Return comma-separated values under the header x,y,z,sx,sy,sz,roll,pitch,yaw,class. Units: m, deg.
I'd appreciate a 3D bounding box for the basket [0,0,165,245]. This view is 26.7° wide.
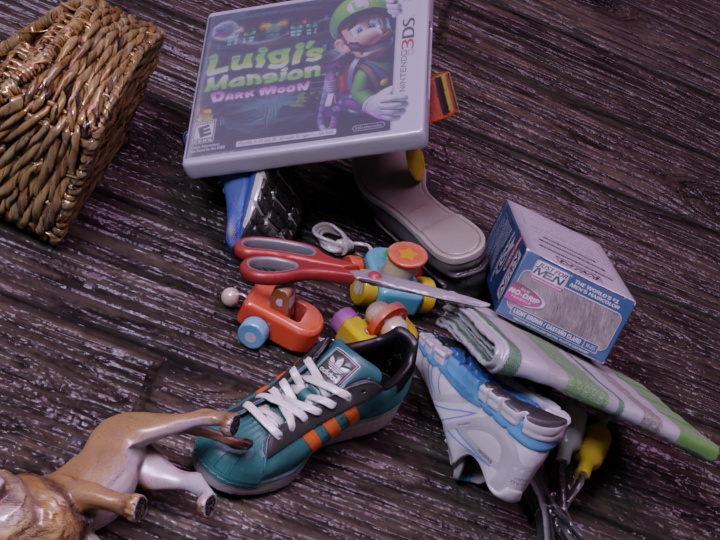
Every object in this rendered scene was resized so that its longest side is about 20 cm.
x,y,z,sx,sy,sz,roll,pitch,yaw,class
-0.253,-0.143,1.180,0.149,0.143,0.200,25,34,-4,basket

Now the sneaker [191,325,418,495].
x,y,z,sx,sy,sz,roll,pitch,yaw,class
-0.035,0.089,1.071,0.071,0.080,0.200,42,40,22,sneaker

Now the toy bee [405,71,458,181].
x,y,z,sx,sy,sz,roll,pitch,yaw,class
0.021,-0.153,1.332,0.200,0.131,0.109,22,33,39,toy bee

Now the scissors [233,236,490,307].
x,y,z,sx,sy,sz,roll,pitch,yaw,class
0.000,0.000,1.169,0.199,0.014,0.073,6,22,-1,scissors

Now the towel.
x,y,z,sx,sy,sz,roll,pitch,yaw,class
0.161,0.085,1.157,0.200,0.031,0.149,26,9,-18,towel

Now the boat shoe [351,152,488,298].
x,y,z,sx,sy,sz,roll,pitch,yaw,class
0.048,-0.044,1.335,0.067,0.057,0.200,-21,41,-17,boat shoe

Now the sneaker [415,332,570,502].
x,y,z,sx,sy,sz,roll,pitch,yaw,class
0.081,0.109,1.138,0.075,0.087,0.200,16,12,-21,sneaker

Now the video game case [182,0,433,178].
x,y,z,sx,sy,sz,roll,pitch,yaw,class
-0.040,-0.160,1.249,0.199,0.023,0.182,-7,50,13,video game case

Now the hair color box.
x,y,z,sx,sy,sz,roll,pitch,yaw,class
0.160,0.005,1.276,0.100,0.061,0.200,25,12,-5,hair color box

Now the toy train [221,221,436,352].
x,y,z,sx,sy,sz,roll,pitch,yaw,class
-0.013,0.011,1.215,0.150,0.056,0.200,31,34,5,toy train

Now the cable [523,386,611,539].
x,y,z,sx,sy,sz,roll,pitch,yaw,class
0.143,0.160,1.124,0.097,0.050,0.200,20,32,-8,cable

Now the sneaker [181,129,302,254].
x,y,z,sx,sy,sz,roll,pitch,yaw,class
-0.101,-0.087,1.279,0.089,0.079,0.200,-14,49,14,sneaker

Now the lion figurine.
x,y,z,sx,sy,sz,roll,pitch,yaw,class
-0.163,0.131,0.943,0.122,0.073,0.200,9,16,25,lion figurine
